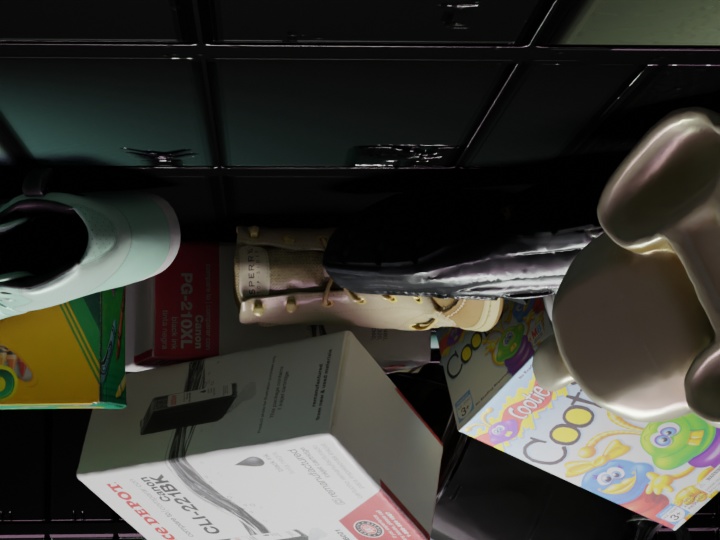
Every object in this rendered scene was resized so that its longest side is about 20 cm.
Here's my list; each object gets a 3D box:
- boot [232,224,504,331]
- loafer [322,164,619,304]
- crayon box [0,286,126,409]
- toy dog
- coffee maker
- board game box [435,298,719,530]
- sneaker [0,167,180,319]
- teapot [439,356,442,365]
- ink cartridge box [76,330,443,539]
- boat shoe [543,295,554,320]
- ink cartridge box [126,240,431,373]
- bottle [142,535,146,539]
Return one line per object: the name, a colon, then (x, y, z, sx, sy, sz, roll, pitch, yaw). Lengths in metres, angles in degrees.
boot: (0.000, 0.000, 1.039, 0.155, 0.073, 0.200, 2, 176, -11)
loafer: (0.074, -0.008, 0.915, 0.200, 0.068, 0.070, -7, 135, 27)
crayon box: (-0.243, 0.025, 1.011, 0.200, 0.119, 0.058, -2, 173, 8)
toy dog: (0.199, 0.015, 0.816, 0.200, 0.140, 0.194, -8, 150, -46)
coffee maker: (0.112, 0.157, 1.236, 0.192, 0.135, 0.200, -20, 139, 41)
board game box: (0.167, 0.081, 1.159, 0.200, 0.103, 0.105, 26, 121, -26)
sneaker: (-0.211, -0.009, 0.909, 0.200, 0.074, 0.118, -13, 176, 17)
teapot: (0.169, 0.071, 1.351, 0.200, 0.146, 0.197, 23, 158, 18)
ink cartridge box: (-0.067, 0.127, 1.125, 0.200, 0.084, 0.144, -12, 138, 27)
boat shoe: (0.202, 0.005, 1.091, 0.202, 0.075, 0.065, 0, 168, -36)
ink cartridge box: (-0.062, 0.030, 1.203, 0.200, 0.084, 0.145, 2, 173, -16)
bottle: (-0.070, 0.208, 1.217, 0.200, 0.084, 0.065, -2, 131, 34)
